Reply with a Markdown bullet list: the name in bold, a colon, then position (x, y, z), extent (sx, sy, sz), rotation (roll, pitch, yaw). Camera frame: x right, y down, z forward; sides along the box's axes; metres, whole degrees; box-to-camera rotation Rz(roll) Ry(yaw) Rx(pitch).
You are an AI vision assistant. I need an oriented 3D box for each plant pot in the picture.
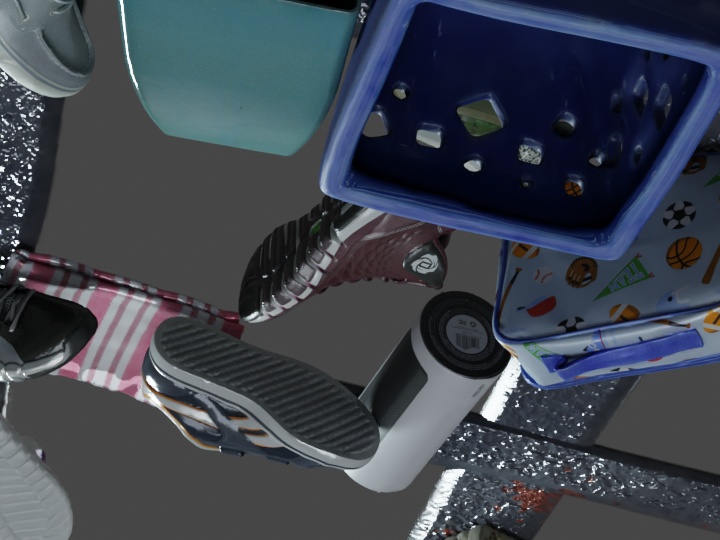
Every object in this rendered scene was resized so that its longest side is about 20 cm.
- **plant pot**: position (-0.071, -0.168, 1.225), extent (0.141, 0.142, 0.200), rotation (10, 151, -1)
- **plant pot**: position (0.098, -0.147, 1.170), extent (0.199, 0.180, 0.200), rotation (13, 144, -8)

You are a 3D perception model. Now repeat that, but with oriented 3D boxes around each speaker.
- **speaker**: position (0.048, 0.101, 1.600), extent (0.081, 0.081, 0.200), rotation (18, 143, -12)

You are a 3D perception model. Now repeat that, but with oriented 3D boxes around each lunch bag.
- **lunch bag**: position (0.186, 0.004, 1.374), extent (0.199, 0.161, 0.076), rotation (-13, 138, 25)

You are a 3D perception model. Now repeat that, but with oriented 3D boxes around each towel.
- **towel**: position (-0.207, 0.054, 1.631), extent (0.199, 0.030, 0.146), rotation (17, 142, -11)

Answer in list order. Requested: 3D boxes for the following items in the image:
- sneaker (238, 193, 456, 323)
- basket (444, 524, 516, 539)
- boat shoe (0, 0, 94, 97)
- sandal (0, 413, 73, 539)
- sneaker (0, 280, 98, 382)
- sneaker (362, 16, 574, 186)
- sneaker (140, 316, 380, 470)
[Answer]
- **sneaker**: position (0.000, 0.000, 1.481), extent (0.115, 0.076, 0.200), rotation (25, 140, -26)
- **basket**: position (0.105, 0.351, 1.826), extent (0.123, 0.201, 0.135), rotation (35, 137, -24)
- **boat shoe**: position (-0.217, -0.188, 1.273), extent (0.071, 0.070, 0.201), rotation (-6, 138, 28)
- **sandal**: position (-0.319, 0.179, 1.810), extent (0.082, 0.050, 0.203), rotation (-16, 126, 8)
- **sneaker**: position (-0.306, 0.024, 1.554), extent (0.199, 0.075, 0.116), rotation (-4, 130, 34)
- **sneaker**: position (0.079, -0.120, 1.319), extent (0.088, 0.077, 0.200), rotation (-32, 134, 25)
- **sneaker**: position (-0.083, 0.110, 1.594), extent (0.199, 0.079, 0.080), rotation (28, 136, -1)
